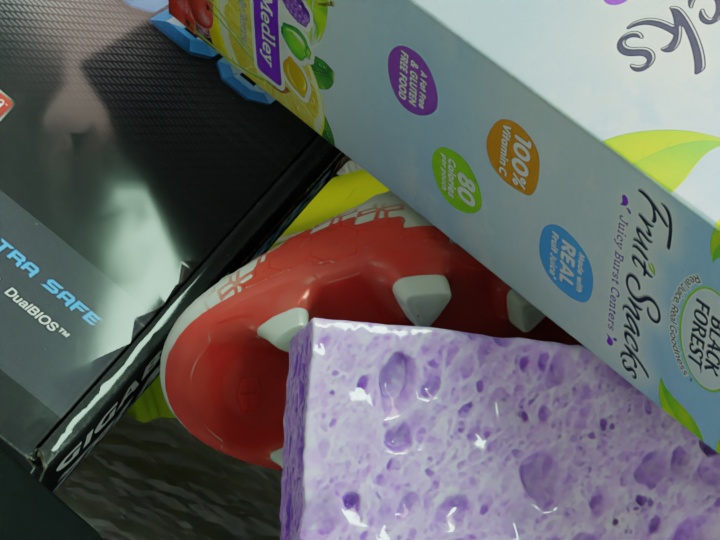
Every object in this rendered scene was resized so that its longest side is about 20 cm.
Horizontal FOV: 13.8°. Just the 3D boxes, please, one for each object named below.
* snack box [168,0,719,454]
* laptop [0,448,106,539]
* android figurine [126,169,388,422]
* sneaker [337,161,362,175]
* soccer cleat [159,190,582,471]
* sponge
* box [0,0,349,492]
[{"bbox_3d":[0.081,-0.066,0.668,0.169,0.068,0.200,-33,56,-28],"label":"snack box"},{"bbox_3d":[-0.089,0.077,0.499,0.200,0.103,0.177,5,-26,27],"label":"laptop"},{"bbox_3d":[0.000,0.000,0.811,0.182,0.041,0.200,-15,12,11],"label":"android figurine"},{"bbox_3d":[0.041,-0.008,1.035,0.200,0.074,0.116,28,11,-16],"label":"sneaker"},{"bbox_3d":[0.044,-0.007,0.704,0.200,0.069,0.085,-18,36,-12],"label":"soccer cleat"},{"bbox_3d":[0.081,0.075,0.644,0.200,0.112,0.030,6,-15,-14],"label":"sponge"},{"bbox_3d":[-0.094,-0.073,0.730,0.200,0.199,0.050,39,-26,6],"label":"box"}]
